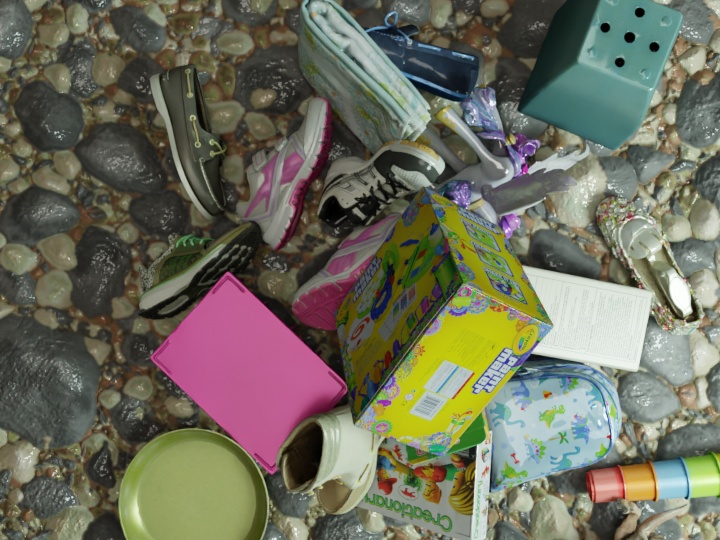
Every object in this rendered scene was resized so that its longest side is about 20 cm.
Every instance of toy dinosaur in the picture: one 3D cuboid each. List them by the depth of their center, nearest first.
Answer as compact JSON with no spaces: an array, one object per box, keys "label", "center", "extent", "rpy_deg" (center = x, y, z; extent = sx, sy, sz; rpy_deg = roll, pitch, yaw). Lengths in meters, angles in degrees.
[{"label":"toy dinosaur","center":[0.334,0.372,1.013],"extent":[0.085,0.136,0.200],"rpy_deg":[21,60,38]}]

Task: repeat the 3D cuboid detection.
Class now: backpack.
[{"label":"backpack","center":[0.217,0.183,1.003],"extent":[0.198,0.154,0.165],"rpy_deg":[-8,83,-9]}]

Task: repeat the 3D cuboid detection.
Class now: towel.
[{"label":"towel","center":[-0.004,-0.220,0.986],"extent":[0.048,0.171,0.200],"rpy_deg":[-41,88,-13]}]

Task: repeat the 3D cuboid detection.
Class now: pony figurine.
[{"label":"pony figurine","center":[0.167,-0.121,1.004],"extent":[0.192,0.166,0.201],"rpy_deg":[-31,92,35]}]

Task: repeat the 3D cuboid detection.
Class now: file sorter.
[{"label":"file sorter","center":[-0.128,0.120,1.017],"extent":[0.200,0.125,0.139],"rpy_deg":[43,91,1]}]

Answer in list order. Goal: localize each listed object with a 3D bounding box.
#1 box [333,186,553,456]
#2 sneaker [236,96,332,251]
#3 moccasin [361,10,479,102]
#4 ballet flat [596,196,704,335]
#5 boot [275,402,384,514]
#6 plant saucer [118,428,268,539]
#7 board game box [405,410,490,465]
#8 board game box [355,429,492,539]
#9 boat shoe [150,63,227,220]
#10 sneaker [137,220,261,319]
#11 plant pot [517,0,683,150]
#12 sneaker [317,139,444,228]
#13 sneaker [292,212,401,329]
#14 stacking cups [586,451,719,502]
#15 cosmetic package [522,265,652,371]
[{"label":"box","center":[0.078,0.053,0.897],"extent":[0.121,0.193,0.201],"rpy_deg":[23,118,-24]},{"label":"sneaker","center":[-0.099,-0.131,1.035],"extent":[0.088,0.081,0.202],"rpy_deg":[25,94,3]},{"label":"moccasin","center":[0.056,-0.279,1.038],"extent":[0.198,0.080,0.069],"rpy_deg":[21,93,-11]},{"label":"ballet flat","center":[0.370,-0.010,1.021],"extent":[0.075,0.064,0.201],"rpy_deg":[-33,88,-3]},{"label":"boot","center":[-0.039,0.229,0.957],"extent":[0.072,0.154,0.201],"rpy_deg":[35,119,24]},{"label":"plant saucer","center":[-0.216,0.305,1.070],"extent":[0.198,0.031,0.202],"rpy_deg":[0,91,2]},{"label":"board game box","center":[0.096,0.145,0.975],"extent":[0.095,0.201,0.030],"rpy_deg":[-21,123,14]},{"label":"board game box","center":[0.066,0.242,0.998],"extent":[0.199,0.034,0.128],"rpy_deg":[4,91,41]},{"label":"boat shoe","center":[-0.209,-0.167,1.048],"extent":[0.060,0.072,0.204],"rpy_deg":[-21,85,8]},{"label":"sneaker","center":[-0.216,-0.019,1.039],"extent":[0.199,0.077,0.089],"rpy_deg":[-32,72,16]},{"label":"plant pot","center":[0.287,-0.245,0.957],"extent":[0.140,0.200,0.143],"rpy_deg":[22,92,3]},{"label":"sneaker","center":[0.022,-0.094,0.981],"extent":[0.075,0.199,0.088],"rpy_deg":[35,65,-27]},{"label":"sneaker","center":[0.000,0.000,1.030],"extent":[0.199,0.089,0.081],"rpy_deg":[-31,124,13]},{"label":"stacking cups","center":[0.387,0.265,1.022],"extent":[0.198,0.061,0.061],"rpy_deg":[-8,90,3]},{"label":"cosmetic package","center":[0.245,0.055,1.004],"extent":[0.198,0.073,0.105],"rpy_deg":[12,90,-9]}]
